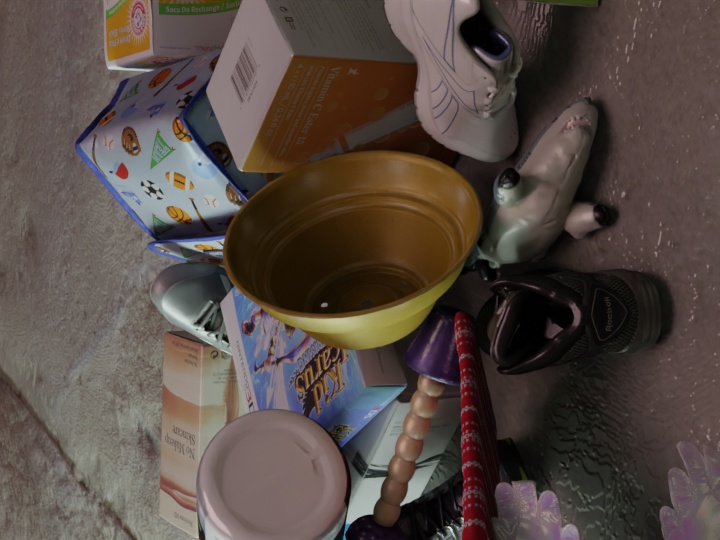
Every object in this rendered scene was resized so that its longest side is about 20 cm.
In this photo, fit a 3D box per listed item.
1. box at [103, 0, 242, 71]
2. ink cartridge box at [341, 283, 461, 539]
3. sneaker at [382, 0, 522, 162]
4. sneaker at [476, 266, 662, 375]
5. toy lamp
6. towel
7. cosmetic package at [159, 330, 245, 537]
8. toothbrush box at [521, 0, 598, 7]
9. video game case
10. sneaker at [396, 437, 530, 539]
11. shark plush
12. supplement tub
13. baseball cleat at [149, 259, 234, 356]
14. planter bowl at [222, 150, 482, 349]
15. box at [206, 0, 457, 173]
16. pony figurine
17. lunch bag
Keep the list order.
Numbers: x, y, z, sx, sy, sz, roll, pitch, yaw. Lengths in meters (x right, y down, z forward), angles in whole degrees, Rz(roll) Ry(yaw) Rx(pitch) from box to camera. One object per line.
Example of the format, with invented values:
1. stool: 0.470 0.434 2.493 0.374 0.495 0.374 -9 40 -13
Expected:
1. box: -0.132 -0.243 1.431 0.112 0.198 0.103 -1 91 58
2. ink cartridge box: 0.004 0.129 1.333 0.145 0.083 0.201 60 139 38
3. sneaker: 0.083 -0.148 1.131 0.087 0.075 0.201 27 159 39
4. sneaker: 0.119 0.035 1.114 0.199 0.113 0.077 -5 87 63
5. toy lamp: 0.044 0.126 1.176 0.058 0.058 0.202 36 114 52
6. towel: 0.083 0.151 1.070 0.145 0.022 0.202 74 -168 -49
7. cosmetic package: -0.154 0.168 1.595 0.103 0.086 0.203 9 99 57
8. toothbrush box: 0.115 -0.306 1.130 0.145 0.085 0.203 25 111 55
9. video game case: -0.046 0.061 1.293 0.200 0.045 0.183 -47 51 48
10. sneaker: 0.072 0.204 1.226 0.201 0.080 0.074 -57 45 43
11. shark plush: 0.131 -0.046 1.168 0.201 0.090 0.084 111 170 -56
12. supplement tub: -0.072 0.207 1.231 0.201 0.121 0.124 98 155 -58
13. baseball cleat: -0.109 0.055 1.431 0.070 0.199 0.106 -54 46 10
14. planter bowl: 0.000 0.000 1.153 0.200 0.199 0.084 46 156 48
15. box: -0.006 -0.154 1.225 0.125 0.198 0.098 -61 42 40
16. pony figurine: 0.176 0.230 0.979 0.200 0.164 0.195 -87 -11 -70
17. lunch bag: -0.134 -0.082 1.379 0.169 0.201 0.124 -5 42 44
